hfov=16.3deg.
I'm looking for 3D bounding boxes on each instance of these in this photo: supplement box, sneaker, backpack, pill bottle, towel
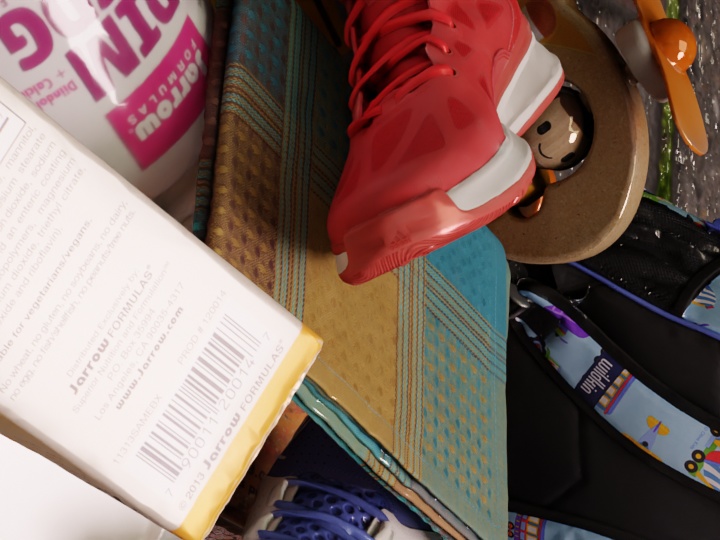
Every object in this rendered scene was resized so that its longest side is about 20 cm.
[{"bbox_3d":[-0.122,-0.014,0.688,0.200,0.126,0.074,41,78,-39],"label":"supplement box"},{"bbox_3d":[0.007,-0.077,0.852,0.116,0.078,0.200,60,17,-13],"label":"sneaker"},{"bbox_3d":[0.147,0.070,1.126,0.135,0.199,0.183,-43,153,-52],"label":"backpack"},{"bbox_3d":[-0.111,-0.083,0.848,0.200,0.113,0.114,58,43,-38],"label":"pill bottle"},{"bbox_3d":[-0.023,0.122,0.871,0.115,0.080,0.200,91,22,-56],"label":"sneaker"},{"bbox_3d":[0.000,0.000,0.886,0.200,0.022,0.147,46,38,-45],"label":"towel"}]

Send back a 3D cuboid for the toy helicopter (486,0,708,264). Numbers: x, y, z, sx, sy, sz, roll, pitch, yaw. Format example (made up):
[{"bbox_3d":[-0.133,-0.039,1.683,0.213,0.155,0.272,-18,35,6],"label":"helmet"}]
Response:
[{"bbox_3d":[0.078,-0.103,1.012,0.079,0.132,0.202,3,83,-59],"label":"toy helicopter"}]

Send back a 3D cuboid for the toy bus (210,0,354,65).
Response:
[{"bbox_3d":[-0.035,-0.108,0.943,0.078,0.065,0.201,-31,116,-6],"label":"toy bus"}]

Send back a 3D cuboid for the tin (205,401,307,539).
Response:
[{"bbox_3d":[-0.038,0.054,0.988,0.200,0.042,0.113,34,62,-36],"label":"tin"}]

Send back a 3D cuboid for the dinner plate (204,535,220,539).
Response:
[{"bbox_3d":[-0.047,0.204,0.983,0.199,0.024,0.202,16,67,-43],"label":"dinner plate"}]

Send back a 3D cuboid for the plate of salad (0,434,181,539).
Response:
[{"bbox_3d":[-0.128,0.062,0.823,0.199,0.048,0.202,-14,111,-38],"label":"plate of salad"}]
